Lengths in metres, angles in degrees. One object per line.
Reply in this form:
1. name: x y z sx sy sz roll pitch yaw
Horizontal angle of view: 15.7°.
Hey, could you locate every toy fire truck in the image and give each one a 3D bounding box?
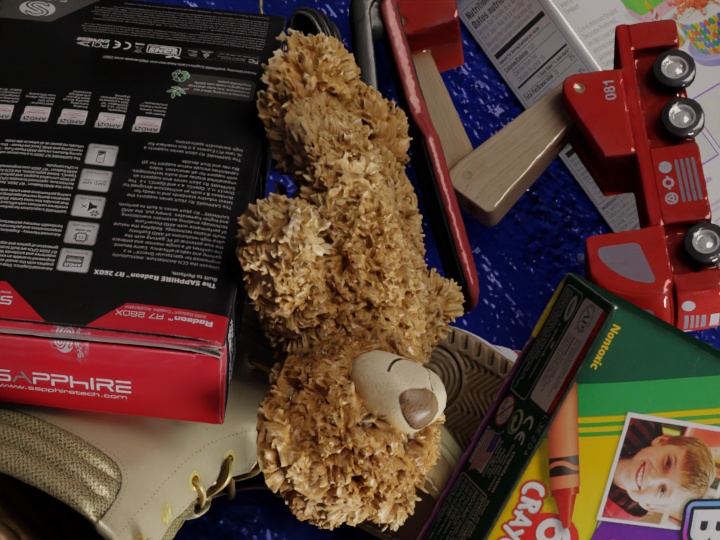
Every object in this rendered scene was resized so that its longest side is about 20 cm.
1. toy fire truck: 0.089 -0.059 1.216 0.140 0.049 0.201 -7 65 2

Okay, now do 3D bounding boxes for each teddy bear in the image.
1. teddy bear: 0.000 0.000 1.028 0.201 0.066 0.145 -84 157 -43

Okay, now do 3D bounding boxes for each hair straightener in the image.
1. hair straightener: -0.005 -0.071 1.188 0.077 0.041 0.201 -12 84 -10

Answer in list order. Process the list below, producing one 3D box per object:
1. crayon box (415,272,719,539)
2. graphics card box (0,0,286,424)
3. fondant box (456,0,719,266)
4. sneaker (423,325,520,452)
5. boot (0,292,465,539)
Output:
1. crayon box: 0.113 0.129 1.069 0.172 0.201 0.058 26 6 -22
2. graphics card box: -0.102 -0.030 1.046 0.125 0.051 0.201 5 45 2
3. fondant box: 0.160 -0.091 1.327 0.144 0.058 0.200 -30 83 -43
4. sneaker: 0.076 0.061 1.166 0.199 0.112 0.072 11 95 4
5. boot: -0.058 0.085 1.046 0.200 0.073 0.156 36 44 -6
